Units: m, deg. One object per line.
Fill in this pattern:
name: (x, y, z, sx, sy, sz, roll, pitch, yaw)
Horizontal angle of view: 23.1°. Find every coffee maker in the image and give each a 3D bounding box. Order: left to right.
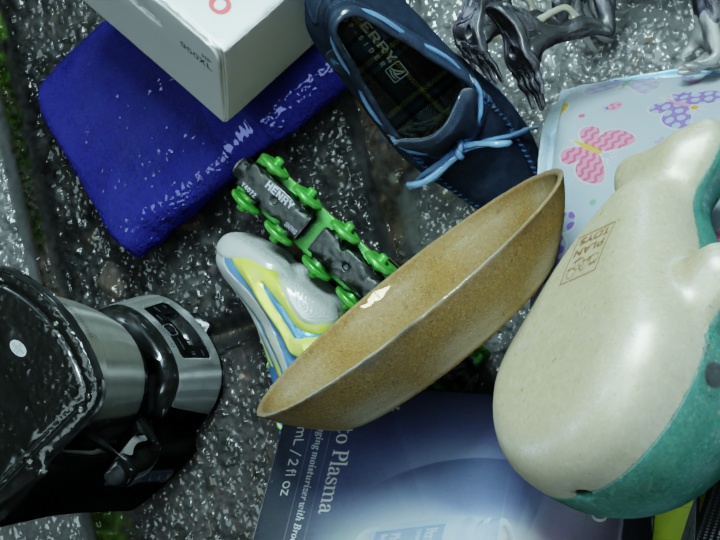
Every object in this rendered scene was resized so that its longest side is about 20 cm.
coffee maker: (-0.200, 0.088, 1.074, 0.190, 0.200, 0.136, -21, 79, 16)

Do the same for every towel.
towel: (-0.104, -0.121, 1.131, 0.199, 0.049, 0.148, -38, 69, 16)

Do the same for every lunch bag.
lunch bag: (0.188, -0.022, 0.975, 0.168, 0.127, 0.202, -5, 60, 19)

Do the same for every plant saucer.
plant saucer: (0.034, 0.023, 0.904, 0.200, 0.200, 0.036, -37, 97, 15)

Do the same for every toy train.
toy train: (0.000, 0.000, 1.076, 0.200, 0.056, 0.042, 43, 102, 11)

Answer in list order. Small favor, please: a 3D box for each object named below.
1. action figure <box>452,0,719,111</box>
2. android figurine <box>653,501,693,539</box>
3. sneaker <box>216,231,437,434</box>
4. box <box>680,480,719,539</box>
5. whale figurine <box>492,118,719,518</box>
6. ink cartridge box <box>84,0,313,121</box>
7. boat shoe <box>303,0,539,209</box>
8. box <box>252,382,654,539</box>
action figure: (0.151, -0.163, 1.000, 0.199, 0.119, 0.103, -32, 117, -18)
android figurine: (0.170, 0.135, 1.023, 0.198, 0.041, 0.185, 4, 90, 18)
sneaker: (-0.034, 0.070, 1.080, 0.200, 0.076, 0.105, 42, 102, 16)
box: (0.273, 0.113, 0.896, 0.191, 0.048, 0.201, 11, 133, 4)
whale figurine: (0.143, 0.027, 0.847, 0.103, 0.159, 0.201, 33, 58, -18)
ink cartridge box: (-0.064, -0.211, 1.050, 0.144, 0.084, 0.200, 40, 69, 16)
boat shoe: (0.034, -0.089, 1.008, 0.199, 0.069, 0.084, 37, 110, -28)
box: (0.046, 0.174, 0.930, 0.196, 0.124, 0.202, 2, 53, 15)
